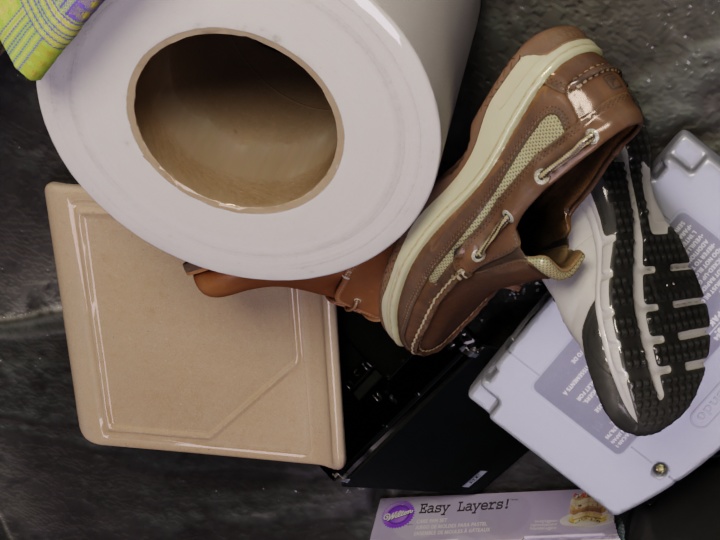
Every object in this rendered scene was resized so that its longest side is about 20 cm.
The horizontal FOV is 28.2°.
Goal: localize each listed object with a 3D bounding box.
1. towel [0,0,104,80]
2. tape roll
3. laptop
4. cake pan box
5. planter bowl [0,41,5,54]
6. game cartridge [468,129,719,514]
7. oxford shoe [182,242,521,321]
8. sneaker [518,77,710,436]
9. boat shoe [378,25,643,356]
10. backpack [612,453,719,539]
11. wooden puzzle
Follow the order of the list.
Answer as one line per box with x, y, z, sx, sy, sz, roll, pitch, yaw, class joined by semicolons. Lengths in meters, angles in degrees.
-0.112;-0.192;0.612;0.200;0.023;0.145;-38;69;34;towel
-0.046;-0.114;0.724;0.201;0.140;0.204;8;134;9;tape roll
0.034;0.055;0.943;0.200;0.103;0.177;47;131;7;laptop
0.118;0.241;1.058;0.198;0.053;0.185;-7;127;21;cake pan box
-0.290;-0.151;0.765;0.198;0.135;0.201;8;134;9;planter bowl
0.171;0.038;0.814;0.133;0.042;0.200;36;111;-5;game cartridge
0.000;0.000;0.811;0.198;0.071;0.072;-7;97;-4;oxford shoe
0.124;-0.008;0.760;0.073;0.202;0.080;5;156;-38;sneaker
0.073;-0.019;0.712;0.075;0.074;0.203;48;135;24;boat shoe
0.262;0.215;0.923;0.174;0.154;0.201;-13;138;10;backpack
-0.103;0.033;0.919;0.198;0.037;0.187;5;115;18;wooden puzzle
